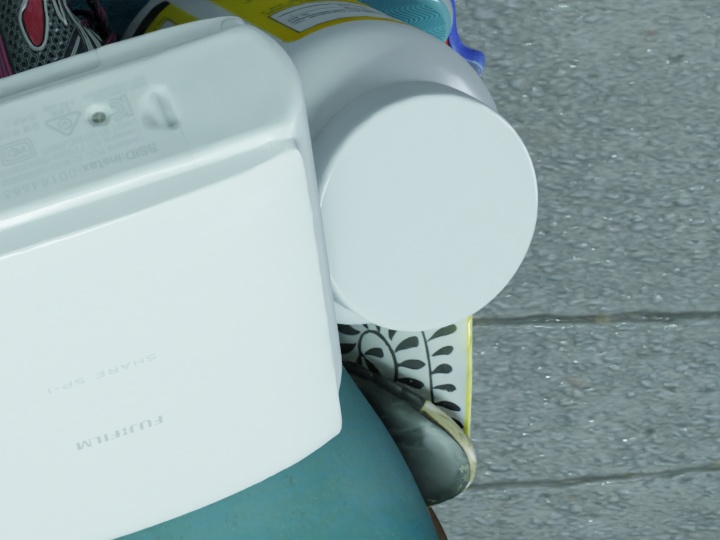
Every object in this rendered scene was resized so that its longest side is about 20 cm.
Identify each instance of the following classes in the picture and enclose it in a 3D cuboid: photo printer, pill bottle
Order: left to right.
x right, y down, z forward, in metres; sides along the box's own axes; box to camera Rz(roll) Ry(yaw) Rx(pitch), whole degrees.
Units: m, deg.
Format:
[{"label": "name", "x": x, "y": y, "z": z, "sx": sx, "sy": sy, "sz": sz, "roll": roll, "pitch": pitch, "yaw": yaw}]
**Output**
[{"label": "photo printer", "x": -0.089, "y": 0.020, "z": 0.840, "sx": 0.200, "sy": 0.166, "sz": 0.070, "roll": 84, "pitch": -15, "yaw": -56}, {"label": "pill bottle", "x": -0.015, "y": -0.045, "z": 0.979, "sx": 0.200, "sy": 0.112, "sz": 0.113, "roll": -145, "pitch": -132, "yaw": -62}]

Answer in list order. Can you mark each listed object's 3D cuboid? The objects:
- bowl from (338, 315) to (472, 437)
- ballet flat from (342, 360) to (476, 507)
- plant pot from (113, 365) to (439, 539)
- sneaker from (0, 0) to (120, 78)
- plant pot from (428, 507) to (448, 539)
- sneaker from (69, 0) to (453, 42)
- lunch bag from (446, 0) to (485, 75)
[{"label": "bowl", "x": 0.000, "y": 0.000, "z": 1.210, "sx": 0.201, "sy": 0.094, "sz": 0.201, "roll": 179, "pitch": -90, "yaw": -90}, {"label": "ballet flat", "x": -0.040, "y": 0.056, "z": 1.156, "sx": 0.057, "sy": 0.200, "sz": 0.067, "roll": -32, "pitch": 134, "yaw": -65}, {"label": "plant pot", "x": -0.065, "y": 0.104, "z": 1.049, "sx": 0.200, "sy": 0.200, "sz": 0.188, "roll": 65, "pitch": 9, "yaw": -81}, {"label": "sneaker", "x": -0.125, "y": -0.092, "z": 1.001, "sx": 0.081, "sy": 0.075, "sz": 0.200, "roll": 73, "pitch": 15, "yaw": -76}, {"label": "plant pot", "x": -0.026, "y": 0.161, "z": 1.250, "sx": 0.200, "sy": 0.187, "sz": 0.187, "roll": 107, "pitch": -15, "yaw": -64}, {"label": "sneaker", "x": -0.063, "y": -0.146, "z": 1.123, "sx": 0.080, "sy": 0.200, "sz": 0.131, "roll": 109, "pitch": -21, "yaw": -45}, {"label": "lunch bag", "x": -0.028, "y": -0.119, "z": 1.520, "sx": 0.094, "sy": 0.200, "sz": 0.151, "roll": -84, "pitch": 172, "yaw": -61}]
